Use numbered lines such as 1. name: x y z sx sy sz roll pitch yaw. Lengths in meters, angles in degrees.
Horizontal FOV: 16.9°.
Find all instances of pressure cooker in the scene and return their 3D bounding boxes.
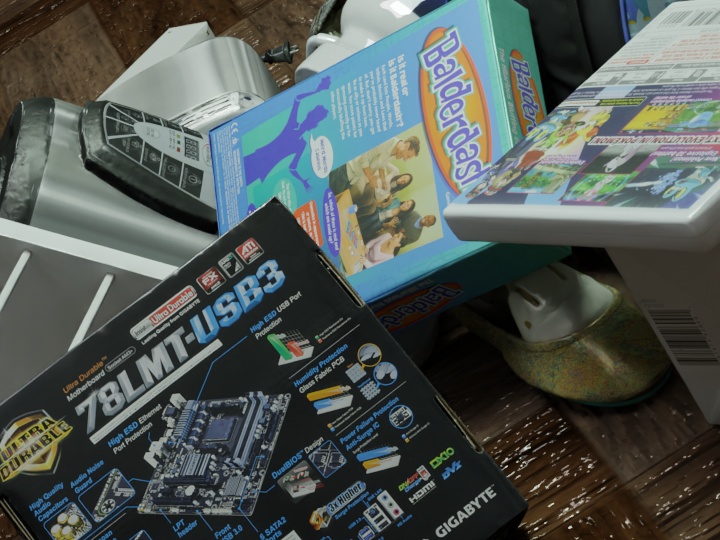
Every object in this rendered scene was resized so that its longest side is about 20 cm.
1. pressure cooker: -0.133 0.001 1.441 0.179 0.200 0.176 152 134 -71

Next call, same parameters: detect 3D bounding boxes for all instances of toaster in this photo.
1. toaster: -0.116 -0.077 1.685 0.200 0.114 0.129 -29 27 4

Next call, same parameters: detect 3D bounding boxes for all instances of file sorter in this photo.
1. file sorter: -0.150 0.078 1.272 0.200 0.139 0.125 15 43 5

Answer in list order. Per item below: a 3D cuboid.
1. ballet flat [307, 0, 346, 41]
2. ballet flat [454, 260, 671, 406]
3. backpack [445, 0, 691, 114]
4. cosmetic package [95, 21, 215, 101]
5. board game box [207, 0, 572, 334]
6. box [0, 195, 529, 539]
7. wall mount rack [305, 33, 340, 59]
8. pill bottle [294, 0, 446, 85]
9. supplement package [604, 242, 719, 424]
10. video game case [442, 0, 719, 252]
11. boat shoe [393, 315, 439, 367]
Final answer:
1. ballet flat: 0.022 -0.201 1.753 0.200 0.072 0.072 -51 6 42
2. ballet flat: 0.095 0.018 1.289 0.071 0.071 0.200 -36 24 -10
3. backpack: 0.138 -0.136 1.372 0.147 0.200 0.183 -22 14 -33
4. cosmetic package: -0.166 -0.096 1.818 0.051 0.083 0.200 -6 34 46
5. board game box: 0.011 -0.044 1.307 0.200 0.045 0.152 -25 58 31
6. box: -0.057 0.100 1.159 0.200 0.199 0.050 -38 -12 -12
7. wall mount rack: 0.017 -0.078 1.578 0.173 0.075 0.200 21 46 15
8. pill bottle: 0.061 -0.153 1.494 0.200 0.116 0.116 -44 26 -15
9. supplement package: 0.234 -0.033 1.145 0.200 0.121 0.120 -44 24 -28
10. video game case: 0.156 -0.073 1.148 0.182 0.023 0.200 -42 22 -22
11. boat shoe: -0.003 0.001 1.440 0.073 0.068 0.199 -24 47 -9
